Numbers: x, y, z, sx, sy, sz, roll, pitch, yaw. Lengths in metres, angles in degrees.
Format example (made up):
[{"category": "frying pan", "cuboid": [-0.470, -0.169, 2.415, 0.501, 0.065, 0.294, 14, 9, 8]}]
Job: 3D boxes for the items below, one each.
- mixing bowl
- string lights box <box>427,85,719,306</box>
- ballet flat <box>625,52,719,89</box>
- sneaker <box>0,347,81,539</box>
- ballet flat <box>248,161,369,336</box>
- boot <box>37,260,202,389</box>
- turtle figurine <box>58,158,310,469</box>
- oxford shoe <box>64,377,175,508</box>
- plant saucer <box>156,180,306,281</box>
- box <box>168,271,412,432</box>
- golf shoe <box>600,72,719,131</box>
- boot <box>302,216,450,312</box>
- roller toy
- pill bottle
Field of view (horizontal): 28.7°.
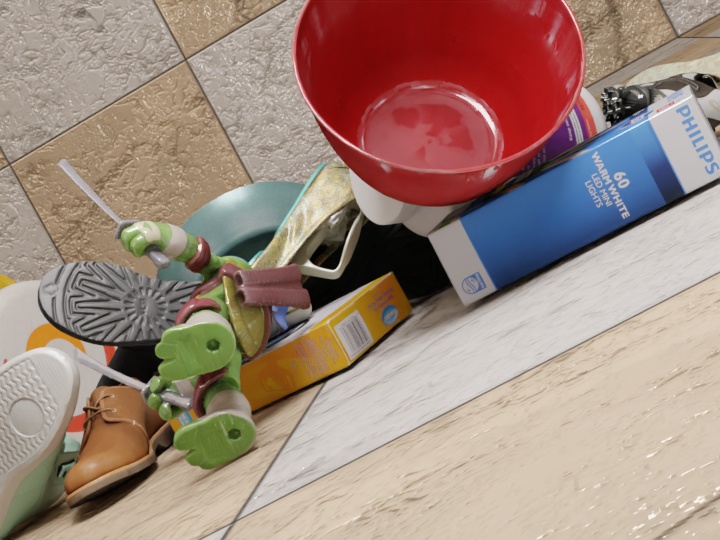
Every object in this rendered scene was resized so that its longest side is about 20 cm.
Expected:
[{"category": "mixing bowl", "cuboid": [0.052, -0.120, 0.981, 0.199, 0.201, 0.109, -30, -27, -17]}, {"category": "string lights box", "cuboid": [0.152, -0.053, 0.976, 0.199, 0.059, 0.103, -28, 4, 15]}, {"category": "ballet flat", "cuboid": [0.282, -0.151, 1.249, 0.062, 0.068, 0.200, -42, 9, -26]}, {"category": "sneaker", "cuboid": [-0.257, 0.127, 1.114, 0.201, 0.074, 0.118, -57, -11, 25]}, {"category": "ballet flat", "cuboid": [-0.052, 0.001, 1.095, 0.201, 0.071, 0.071, -54, 14, -21]}, {"category": "boot", "cuboid": [-0.200, 0.064, 1.195, 0.163, 0.066, 0.200, 11, -23, -14]}, {"category": "turtle figurine", "cuboid": [-0.136, 0.046, 0.959, 0.194, 0.198, 0.145, -112, 44, -66]}, {"category": "oxford shoe", "cuboid": [-0.195, 0.129, 1.082, 0.071, 0.072, 0.200, -27, 6, 5]}, {"category": "plant saucer", "cuboid": [-0.093, 0.009, 1.324, 0.199, 0.201, 0.036, -29, 44, -3]}, {"category": "box", "cuboid": [-0.065, 0.073, 1.097, 0.199, 0.042, 0.119, -30, 4, 32]}, {"category": "golf shoe", "cuboid": [0.251, -0.122, 1.158, 0.094, 0.079, 0.200, -11, 8, 3]}, {"category": "boot", "cuboid": [0.000, 0.000, 1.224, 0.198, 0.077, 0.168, -16, -3, 6]}, {"category": "roller toy", "cuboid": [-0.341, 0.113, 1.410, 0.139, 0.200, 0.183, -26, 23, 39]}, {"category": "pill bottle", "cuboid": [0.093, -0.089, 1.110, 0.199, 0.114, 0.112, -11, -6, -32]}]
